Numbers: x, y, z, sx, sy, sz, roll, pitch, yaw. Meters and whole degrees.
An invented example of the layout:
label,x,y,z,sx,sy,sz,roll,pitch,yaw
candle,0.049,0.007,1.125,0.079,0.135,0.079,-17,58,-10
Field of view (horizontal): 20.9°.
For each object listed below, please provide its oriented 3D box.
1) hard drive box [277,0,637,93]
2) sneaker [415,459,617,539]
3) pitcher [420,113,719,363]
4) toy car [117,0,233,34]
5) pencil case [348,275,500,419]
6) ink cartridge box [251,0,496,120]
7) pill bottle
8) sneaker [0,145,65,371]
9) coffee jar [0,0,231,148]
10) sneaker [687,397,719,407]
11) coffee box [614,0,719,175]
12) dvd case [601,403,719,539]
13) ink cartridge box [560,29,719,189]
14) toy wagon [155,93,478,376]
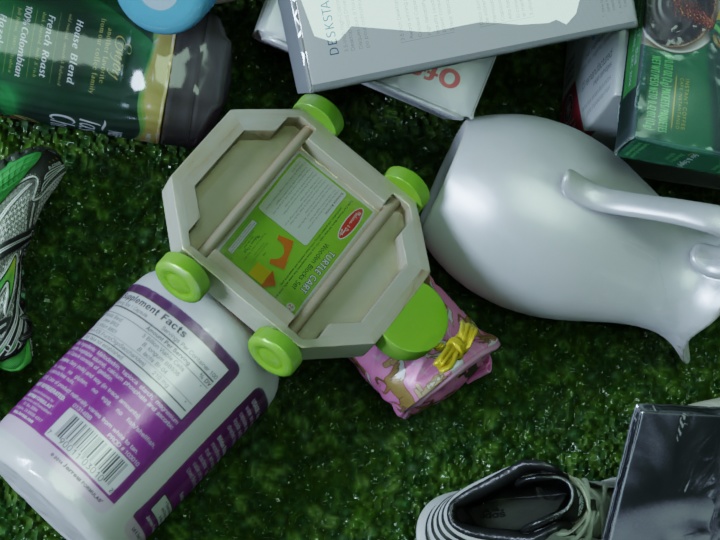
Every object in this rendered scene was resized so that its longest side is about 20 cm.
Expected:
label,x,y,z,sx,sy,sz,roll,pitch,yaw
hard drive box,0.047,-0.199,1.151,0.200,0.077,0.156,-11,96,-7
sneaker,0.141,0.157,1.196,0.200,0.115,0.076,-2,76,-9
pitcher,0.147,-0.029,1.216,0.200,0.172,0.121,24,67,-3
toy car,-0.119,-0.278,1.187,0.177,0.200,0.184,22,30,2
pencil case,0.000,0.000,1.233,0.086,0.083,0.200,-36,83,-16
ink cartridge box,0.034,-0.212,1.230,0.145,0.084,0.200,22,91,-8
pill bottle,-0.121,0.071,1.181,0.112,0.112,0.200,42,73,3
sneaker,-0.231,0.015,1.205,0.085,0.078,0.200,26,82,-8
coffee jar,-0.181,-0.132,1.227,0.200,0.104,0.085,9,84,-6
sneaker,0.263,0.094,1.214,0.200,0.093,0.070,-11,68,-33
coffee box,0.258,-0.112,1.170,0.200,0.044,0.123,11,76,-7
dvd case,0.212,0.176,1.182,0.148,0.016,0.200,4,111,-20
ink cartridge box,0.219,-0.174,1.278,0.144,0.145,0.200,8,74,-7
toy wagon,-0.021,-0.007,1.158,0.200,0.040,0.155,40,60,-2
